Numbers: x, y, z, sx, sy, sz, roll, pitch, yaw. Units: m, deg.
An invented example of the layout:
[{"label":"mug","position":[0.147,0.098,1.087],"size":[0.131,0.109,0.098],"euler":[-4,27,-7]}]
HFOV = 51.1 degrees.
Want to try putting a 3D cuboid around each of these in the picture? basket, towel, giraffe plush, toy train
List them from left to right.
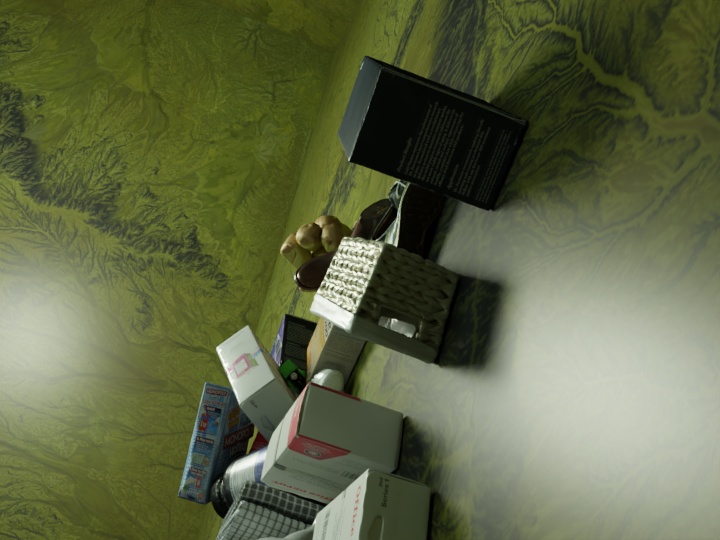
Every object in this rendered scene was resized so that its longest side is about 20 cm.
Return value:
[{"label":"towel","position":[-0.144,0.428,1.215],"size":[0.086,0.163,0.201],"euler":[-80,16,-46]},{"label":"toy train","position":[-0.120,0.220,1.496],"size":[0.042,0.056,0.200],"euler":[-43,-19,-8]},{"label":"giraffe plush","position":[-0.064,-0.054,1.670],"size":[0.164,0.169,0.202],"euler":[-69,-28,-45]},{"label":"basket","position":[0.030,0.033,1.027],"size":[0.125,0.134,0.200],"euler":[-69,19,-2]}]

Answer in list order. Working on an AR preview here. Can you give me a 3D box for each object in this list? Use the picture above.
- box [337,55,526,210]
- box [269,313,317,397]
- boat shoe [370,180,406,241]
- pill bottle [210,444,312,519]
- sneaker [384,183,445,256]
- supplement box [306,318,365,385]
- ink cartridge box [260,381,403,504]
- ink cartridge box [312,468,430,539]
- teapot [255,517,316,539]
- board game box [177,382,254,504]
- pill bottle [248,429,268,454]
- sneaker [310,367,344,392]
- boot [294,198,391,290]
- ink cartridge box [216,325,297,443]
[{"label":"box","position":[0.084,-0.187,0.993],"size":[0.200,0.193,0.126],"euler":[-105,36,-70]},{"label":"box","position":[-0.151,0.221,1.695],"size":[0.201,0.103,0.150],"euler":[-95,25,-61]},{"label":"boat shoe","position":[0.079,-0.120,1.233],"size":[0.072,0.067,0.203],"euler":[-95,27,-66]},{"label":"pill bottle","position":[-0.166,0.365,1.295],"size":[0.198,0.111,0.113],"euler":[-30,36,35]},{"label":"sneaker","position":[0.074,-0.072,1.175],"size":[0.090,0.066,0.204],"euler":[-164,89,-73]},{"label":"supplement box","position":[-0.037,0.114,1.401],"size":[0.127,0.072,0.202],"euler":[-96,27,-62]},{"label":"ink cartridge box","position":[-0.045,0.250,1.056],"size":[0.201,0.144,0.084],"euler":[125,161,-53]},{"label":"ink cartridge box","position":[0.002,0.335,0.867],"size":[0.201,0.083,0.148],"euler":[125,159,-53]},{"label":"teapot","position":[-0.112,0.475,1.046],"size":[0.200,0.198,0.146],"euler":[63,-173,26]},{"label":"board game box","position":[-0.256,0.309,1.423],"size":[0.200,0.061,0.204],"euler":[-1,-81,-72]},{"label":"pill bottle","position":[-0.172,0.388,1.453],"size":[0.202,0.111,0.112],"euler":[-67,8,-31]},{"label":"sneaker","position":[-0.063,0.274,1.336],"size":[0.087,0.073,0.204],"euler":[-152,74,-66]},{"label":"boot","position":[-0.022,-0.051,1.398],"size":[0.065,0.184,0.200],"euler":[56,147,13]},{"label":"ink cartridge box","position":[-0.184,0.221,1.420],"size":[0.084,0.146,0.200],"euler":[-34,34,-4]}]
